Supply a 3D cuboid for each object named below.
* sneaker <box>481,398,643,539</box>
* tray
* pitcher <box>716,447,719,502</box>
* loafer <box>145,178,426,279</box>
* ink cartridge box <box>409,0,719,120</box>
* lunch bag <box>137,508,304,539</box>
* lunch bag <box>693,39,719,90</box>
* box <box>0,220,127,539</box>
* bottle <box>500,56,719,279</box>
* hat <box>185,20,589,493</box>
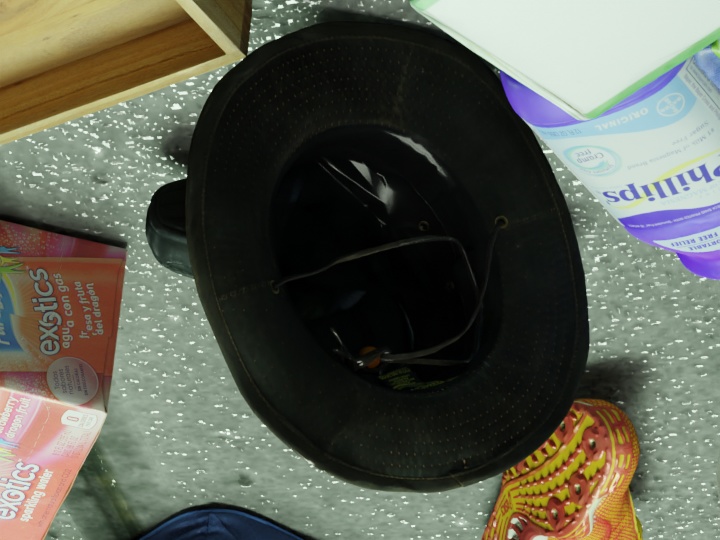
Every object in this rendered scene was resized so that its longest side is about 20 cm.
[{"bbox_3d":[0.113,0.120,1.433,0.077,0.073,0.200,-11,153,-17],"label":"sneaker"},{"bbox_3d":[-0.155,-0.100,1.153,0.199,0.037,0.099,-18,140,26],"label":"tray"},{"bbox_3d":[0.272,0.128,1.329,0.199,0.173,0.121,12,178,-16],"label":"pitcher"},{"bbox_3d":[-0.003,0.005,1.255,0.199,0.068,0.071,10,130,-15],"label":"loafer"},{"bbox_3d":[0.096,-0.172,0.882,0.084,0.201,0.146,29,138,-28],"label":"ink cartridge box"},{"bbox_3d":[-0.054,0.238,1.543,0.199,0.133,0.136,27,140,-29],"label":"lunch bag"},{"bbox_3d":[0.229,-0.107,1.039,0.169,0.128,0.200,-18,153,25],"label":"lunch bag"},{"bbox_3d":[-0.189,0.068,1.343,0.102,0.095,0.200,13,144,-13],"label":"box"},{"bbox_3d":[0.138,-0.049,1.170,0.083,0.066,0.200,-16,141,28],"label":"bottle"},{"bbox_3d":[0.000,0.000,1.165,0.200,0.202,0.081,19,159,-21],"label":"hat"}]
